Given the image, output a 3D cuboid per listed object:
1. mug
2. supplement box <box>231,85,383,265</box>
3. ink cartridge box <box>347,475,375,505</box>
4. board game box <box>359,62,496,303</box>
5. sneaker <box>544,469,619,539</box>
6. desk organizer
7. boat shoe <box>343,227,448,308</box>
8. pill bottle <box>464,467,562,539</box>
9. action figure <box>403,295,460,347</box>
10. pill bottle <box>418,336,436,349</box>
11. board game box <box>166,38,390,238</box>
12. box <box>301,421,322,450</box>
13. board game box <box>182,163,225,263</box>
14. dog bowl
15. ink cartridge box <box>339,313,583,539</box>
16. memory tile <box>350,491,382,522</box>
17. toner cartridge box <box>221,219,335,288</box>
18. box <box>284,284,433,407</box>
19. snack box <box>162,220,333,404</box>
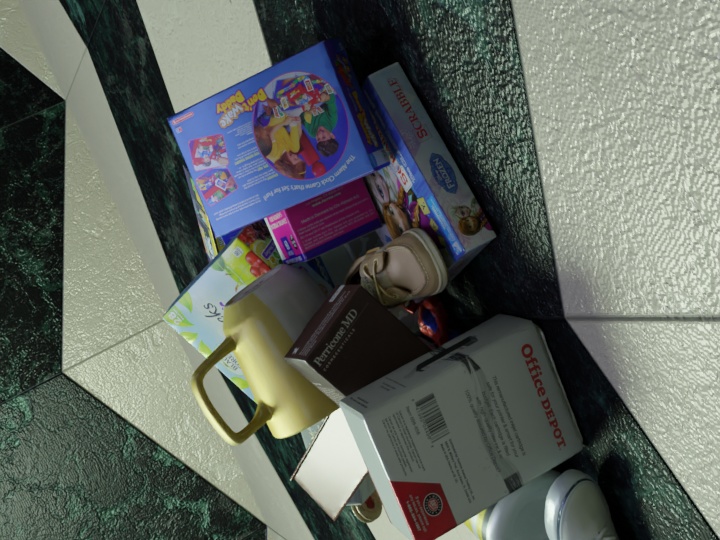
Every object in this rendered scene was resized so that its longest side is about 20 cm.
[{"bbox_3d":[-0.083,0.087,1.249,0.148,0.187,0.154,-28,100,32],"label":"mug"},{"bbox_3d":[-0.069,-0.117,1.254,0.202,0.102,0.101,67,164,-3],"label":"supplement box"},{"bbox_3d":[-0.007,0.217,1.542,0.200,0.049,0.165,-4,-92,-80],"label":"ink cartridge box"},{"bbox_3d":[0.049,-0.084,1.191,0.202,0.041,0.200,61,163,10],"label":"board game box"},{"bbox_3d":[0.241,0.280,1.132,0.070,0.073,0.201,24,147,50],"label":"sneaker"},{"bbox_3d":[-0.010,0.209,1.343,0.077,0.072,0.201,43,141,13],"label":"desk organizer"},{"bbox_3d":[0.031,0.009,1.188,0.074,0.069,0.200,61,162,1],"label":"boat shoe"},{"bbox_3d":[0.135,0.220,1.258,0.200,0.111,0.113,40,151,50],"label":"pill bottle"},{"bbox_3d":[0.105,0.088,1.272,0.200,0.051,0.066,51,164,39],"label":"action figure"},{"bbox_3d":[0.052,0.178,1.434,0.113,0.111,0.201,52,160,30],"label":"pill bottle"},{"bbox_3d":[-0.085,-0.131,1.156,0.045,0.198,0.136,-31,-80,-64],"label":"board game box"},{"bbox_3d":[-0.045,0.123,1.561,0.050,0.158,0.202,1,122,29],"label":"box"},{"bbox_3d":[-0.133,-0.083,1.507,0.057,0.164,0.202,48,156,41],"label":"board game box"},{"bbox_3d":[0.000,0.000,1.423,0.201,0.058,0.201,53,159,30],"label":"dog bowl"},{"bbox_3d":[0.101,0.152,1.123,0.146,0.198,0.084,67,165,-12],"label":"ink cartridge box"},{"bbox_3d":[0.000,0.248,1.640,0.017,0.153,0.201,-36,83,39],"label":"memory tile"},{"bbox_3d":[-0.112,-0.035,1.404,0.043,0.094,0.202,-84,-29,-66],"label":"toner cartridge box"},{"bbox_3d":[0.030,0.115,1.184,0.200,0.101,0.075,41,164,-15],"label":"box"},{"bbox_3d":[-0.113,0.063,1.383,0.200,0.068,0.168,44,122,-8],"label":"snack box"}]
